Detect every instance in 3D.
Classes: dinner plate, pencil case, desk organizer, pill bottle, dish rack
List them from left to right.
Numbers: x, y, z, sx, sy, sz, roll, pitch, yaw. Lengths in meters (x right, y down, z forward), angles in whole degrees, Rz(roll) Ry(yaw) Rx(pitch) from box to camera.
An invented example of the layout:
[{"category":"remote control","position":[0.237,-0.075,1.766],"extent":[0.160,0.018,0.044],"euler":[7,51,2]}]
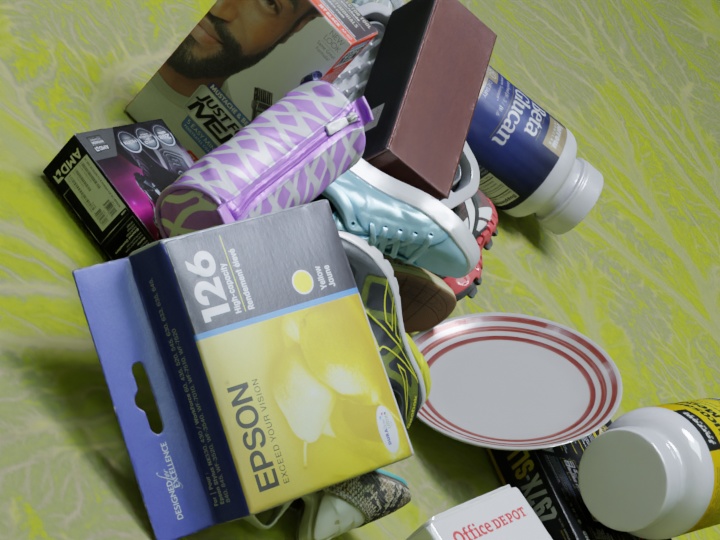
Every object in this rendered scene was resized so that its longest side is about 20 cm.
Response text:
[{"category":"pencil case","position":[-0.070,-0.073,1.416],"extent":[0.200,0.085,0.085],"euler":[-44,117,-42]},{"category":"dish rack","position":[0.008,-0.129,1.649],"extent":[0.171,0.043,0.201],"euler":[-29,92,-43]},{"category":"desk organizer","position":[0.052,-0.148,1.618],"extent":[0.077,0.071,0.201],"euler":[37,52,-25]},{"category":"dinner plate","position":[0.127,0.100,1.590],"extent":[0.198,0.024,0.201],"euler":[0,34,0]},{"category":"pill bottle","position":[0.157,-0.127,1.930],"extent":[0.199,0.111,0.111],"euler":[36,29,-18]},{"category":"pill bottle","position":[0.272,0.172,1.593],"extent":[0.199,0.112,0.113],"euler":[-1,53,-56]}]

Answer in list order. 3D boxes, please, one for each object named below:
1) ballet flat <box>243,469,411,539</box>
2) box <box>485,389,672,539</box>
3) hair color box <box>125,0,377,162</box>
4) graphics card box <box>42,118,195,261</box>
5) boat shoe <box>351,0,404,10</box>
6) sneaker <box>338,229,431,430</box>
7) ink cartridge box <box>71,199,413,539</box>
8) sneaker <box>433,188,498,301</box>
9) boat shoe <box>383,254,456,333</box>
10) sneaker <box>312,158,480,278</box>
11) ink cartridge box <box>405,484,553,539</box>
[{"category":"ballet flat","position":[-0.055,0.157,1.331],"extent":[0.199,0.068,0.076],"euler":[27,54,-22]},{"category":"box","position":[0.198,0.207,1.617],"extent":[0.159,0.049,0.201],"euler":[18,39,-47]},{"category":"hair color box","position":[-0.093,-0.167,1.542],"extent":[0.111,0.200,0.064],"euler":[47,28,3]},{"category":"graphics card box","position":[-0.145,-0.025,1.445],"extent":[0.200,0.051,0.125],"euler":[51,28,11]},{"category":"boat shoe","position":[0.029,-0.246,1.896],"extent":[0.074,0.065,0.202],"euler":[35,-1,17]},{"category":"sneaker","position":[0.001,0.056,1.465],"extent":[0.201,0.074,0.085],"euler":[59,27,-29]},{"category":"ink cartridge box","position":[-0.078,0.066,1.281],"extent":[0.199,0.047,0.200],"euler":[-17,87,-36]},{"category":"sneaker","position":[0.079,-0.046,1.743],"extent":[0.098,0.070,0.201],"euler":[58,25,-18]},{"category":"boat shoe","position":[0.000,0.000,1.588],"extent":[0.199,0.073,0.063],"euler":[20,36,-37]},{"category":"sneaker","position":[0.003,-0.036,1.535],"extent":[0.199,0.074,0.082],"euler":[30,58,-3]},{"category":"ink cartridge box","position":[0.115,0.275,1.372],"extent":[0.201,0.083,0.146],"euler":[55,29,15]}]
